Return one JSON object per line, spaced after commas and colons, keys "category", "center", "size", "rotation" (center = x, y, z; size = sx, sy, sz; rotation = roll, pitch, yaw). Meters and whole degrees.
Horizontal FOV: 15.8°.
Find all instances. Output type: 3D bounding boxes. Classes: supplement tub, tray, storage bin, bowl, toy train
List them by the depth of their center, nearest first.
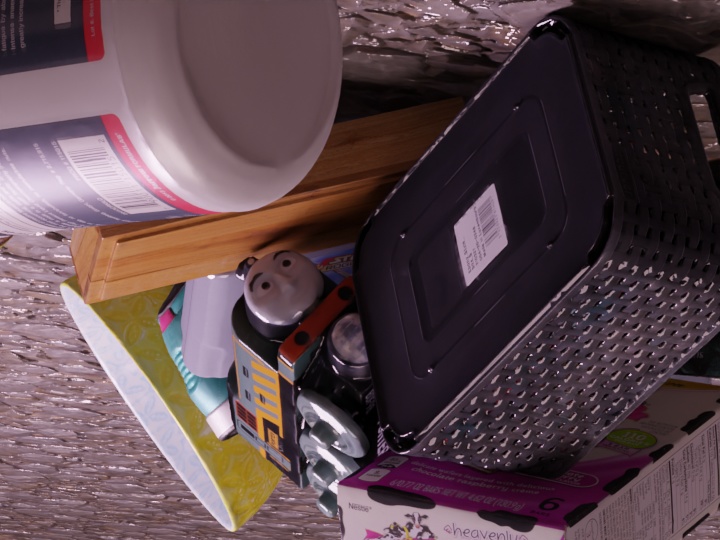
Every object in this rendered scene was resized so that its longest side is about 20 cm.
{"category": "supplement tub", "center": [-0.120, -0.087, 1.060], "size": [0.199, 0.142, 0.140], "rotation": [-5, 164, 34]}
{"category": "storage bin", "center": [0.089, -0.007, 1.223], "size": [0.093, 0.136, 0.200], "rotation": [11, 140, -29]}
{"category": "tray", "center": [-0.045, -0.034, 1.324], "size": [0.198, 0.037, 0.099], "rotation": [-14, 164, -16]}
{"category": "toy train", "center": [-0.021, 0.061, 1.378], "size": [0.114, 0.085, 0.200], "rotation": [37, 161, 17]}
{"category": "bowl", "center": [-0.098, 0.060, 1.698], "size": [0.107, 0.201, 0.200], "rotation": [-35, 172, -11]}

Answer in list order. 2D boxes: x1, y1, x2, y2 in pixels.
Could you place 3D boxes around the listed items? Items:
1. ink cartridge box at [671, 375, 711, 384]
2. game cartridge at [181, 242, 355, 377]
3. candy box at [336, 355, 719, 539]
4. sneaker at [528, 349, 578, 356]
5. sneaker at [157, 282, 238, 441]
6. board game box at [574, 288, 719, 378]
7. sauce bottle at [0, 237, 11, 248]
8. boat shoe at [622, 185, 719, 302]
{"category": "ink cartridge box", "center": [0.123, 0.058, 1.729], "size": [0.174, 0.085, 0.200], "rotation": [8, 166, -11]}
{"category": "game cartridge", "center": [0.000, 0.000, 1.449], "size": [0.198, 0.042, 0.133], "rotation": [-11, 155, -14]}
{"category": "candy box", "center": [0.098, 0.111, 1.343], "size": [0.135, 0.062, 0.200], "rotation": [8, -159, 32]}
{"category": "sneaker", "center": [0.091, 0.061, 1.582], "size": [0.199, 0.076, 0.091], "rotation": [16, 148, -20]}
{"category": "sneaker", "center": [-0.051, 0.007, 1.577], "size": [0.200, 0.121, 0.084], "rotation": [-35, 176, -41]}
{"category": "board game box", "center": [0.168, 0.023, 1.501], "size": [0.134, 0.028, 0.200], "rotation": [6, -168, -22]}
{"category": "sauce bottle", "center": [-0.246, -0.026, 1.534], "size": [0.064, 0.065, 0.200], "rotation": [8, 168, -18]}
{"category": "boat shoe", "center": [0.199, -0.011, 1.419], "size": [0.198, 0.073, 0.072], "rotation": [2, 175, 13]}
